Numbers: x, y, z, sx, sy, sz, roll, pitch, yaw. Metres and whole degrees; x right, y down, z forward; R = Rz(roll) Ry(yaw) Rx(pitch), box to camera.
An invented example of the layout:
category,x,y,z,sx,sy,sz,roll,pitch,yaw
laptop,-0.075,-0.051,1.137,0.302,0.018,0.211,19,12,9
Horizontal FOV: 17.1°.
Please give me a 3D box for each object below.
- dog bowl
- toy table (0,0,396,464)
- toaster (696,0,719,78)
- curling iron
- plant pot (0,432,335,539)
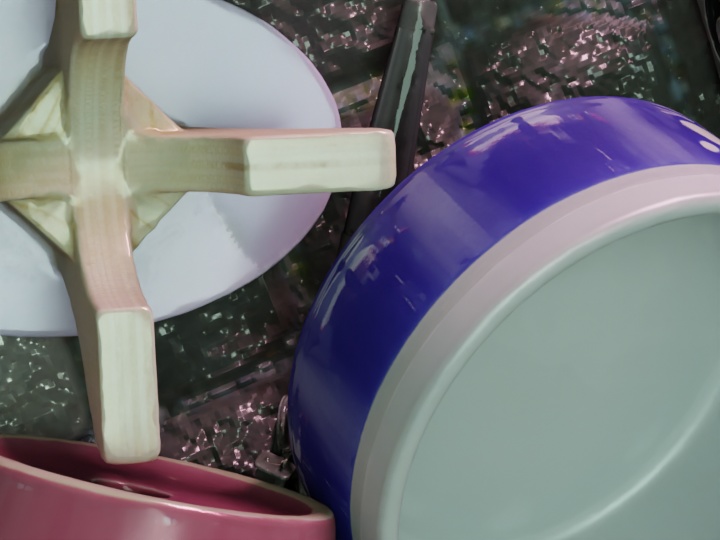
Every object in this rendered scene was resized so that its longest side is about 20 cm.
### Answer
category,x,y,z,sx,sy,sz,roll,pitch,yaw
dog bowl,0.077,0.044,0.832,0.199,0.079,0.201,-16,127,-22
toy table,-0.093,-0.035,0.808,0.198,0.117,0.185,-16,99,-12
toaster,0.239,-0.074,0.882,0.198,0.119,0.182,-19,100,-11
curling iron,0.000,0.000,0.870,0.025,0.050,0.202,17,92,13
plant pot,-0.087,0.154,0.786,0.198,0.200,0.181,12,91,-14
